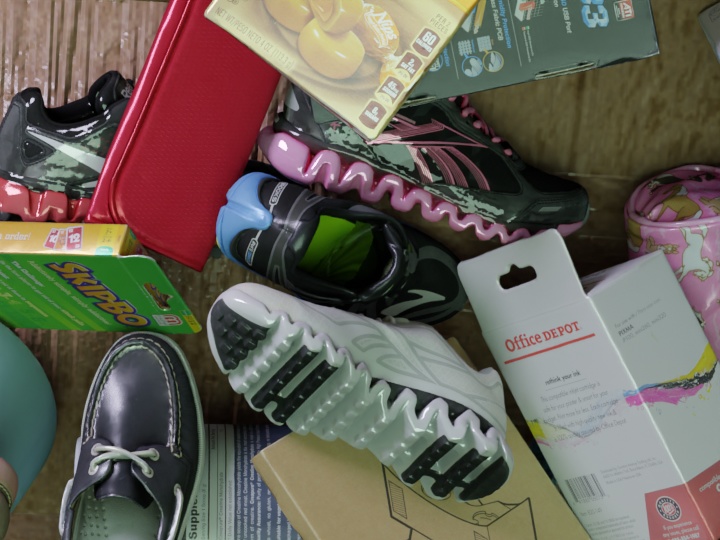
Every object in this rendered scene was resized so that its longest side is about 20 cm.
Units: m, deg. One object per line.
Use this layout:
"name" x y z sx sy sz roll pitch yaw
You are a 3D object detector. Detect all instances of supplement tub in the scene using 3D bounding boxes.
"supplement tub" -0.070 0.161 1.727 0.200 0.140 0.141 1 113 -3

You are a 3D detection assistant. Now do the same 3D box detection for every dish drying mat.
"dish drying mat" -0.086 -0.105 1.633 0.077 0.018 0.200 24 84 -20

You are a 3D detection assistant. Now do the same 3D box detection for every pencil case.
"pencil case" 0.211 0.040 1.722 0.086 0.083 0.200 -3 114 17

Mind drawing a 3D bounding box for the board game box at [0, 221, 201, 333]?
"board game box" -0.194 0.004 1.655 0.200 0.030 0.096 4 154 20

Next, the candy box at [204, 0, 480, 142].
"candy box" 0.021 -0.183 1.556 0.115 0.055 0.200 36 96 -2

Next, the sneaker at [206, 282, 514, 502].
"sneaker" 0.001 0.056 1.631 0.200 0.081 0.075 30 137 -23

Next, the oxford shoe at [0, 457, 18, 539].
"oxford shoe" -0.270 0.176 1.621 0.071 0.074 0.200 31 126 -26

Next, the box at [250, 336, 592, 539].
"box" 0.052 0.154 1.663 0.200 0.163 0.021 56 143 6

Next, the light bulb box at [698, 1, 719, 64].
"light bulb box" 0.300 -0.063 1.618 0.125 0.200 0.198 -29 111 9

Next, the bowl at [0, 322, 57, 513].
"bowl" -0.281 0.113 1.686 0.201 0.105 0.201 0 131 0

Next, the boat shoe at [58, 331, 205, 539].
"boat shoe" -0.134 0.131 1.629 0.074 0.060 0.200 9 83 9

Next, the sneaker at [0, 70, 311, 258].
"sneaker" -0.119 -0.063 1.668 0.200 0.071 0.098 6 103 -12

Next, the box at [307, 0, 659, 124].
"box" 0.050 -0.196 1.605 0.198 0.050 0.200 -12 96 2

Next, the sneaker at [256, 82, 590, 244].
"sneaker" 0.045 -0.078 1.675 0.200 0.079 0.095 17 100 -11

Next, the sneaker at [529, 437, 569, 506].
"sneaker" 0.118 0.188 1.784 0.081 0.077 0.200 19 114 -17

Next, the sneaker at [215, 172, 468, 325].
"sneaker" 0.000 0.000 1.660 0.200 0.083 0.071 23 92 -51

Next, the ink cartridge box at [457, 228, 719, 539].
"ink cartridge box" 0.148 0.063 1.676 0.067 0.116 0.200 -30 95 -33
